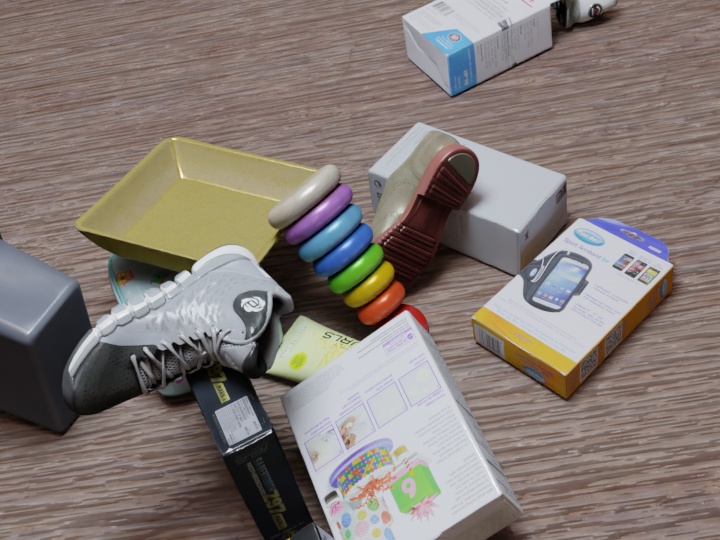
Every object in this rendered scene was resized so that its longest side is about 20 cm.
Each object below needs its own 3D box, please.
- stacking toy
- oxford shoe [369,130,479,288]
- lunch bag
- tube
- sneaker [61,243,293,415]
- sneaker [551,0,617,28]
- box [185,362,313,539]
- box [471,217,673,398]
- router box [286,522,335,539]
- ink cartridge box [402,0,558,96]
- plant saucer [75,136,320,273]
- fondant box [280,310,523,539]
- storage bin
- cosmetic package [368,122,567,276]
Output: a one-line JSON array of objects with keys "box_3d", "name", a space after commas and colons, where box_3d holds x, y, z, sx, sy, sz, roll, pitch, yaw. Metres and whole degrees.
[{"box_3d": [0.000, 0.000, 1.068, 0.085, 0.201, 0.085, -37, 8, 6], "name": "stacking toy"}, {"box_3d": [0.045, -0.052, 1.137, 0.201, 0.070, 0.075, -53, 39, 11], "name": "oxford shoe"}, {"box_3d": [-0.170, 0.024, 1.144, 0.158, 0.078, 0.201, -24, 43, -9], "name": "lunch bag"}, {"box_3d": [-0.006, 0.097, 1.063, 0.198, 0.053, 0.058, 18, 13, 35], "name": "tube"}, {"box_3d": [-0.136, 0.064, 0.881, 0.199, 0.076, 0.115, -40, 52, -22], "name": "sneaker"}, {"box_3d": [0.288, -0.406, 1.479, 0.087, 0.075, 0.202, -13, 54, -1], "name": "sneaker"}, {"box_3d": [-0.110, 0.128, 0.974, 0.050, 0.159, 0.201, -24, 45, -9], "name": "box"}, {"box_3d": [0.218, 0.026, 1.089, 0.199, 0.042, 0.118, -38, 50, -26], "name": "box"}, {"box_3d": [-0.056, 0.316, 0.816, 0.156, 0.052, 0.201, -36, 45, 7], "name": "router box"}, {"box_3d": [0.167, -0.315, 1.415, 0.198, 0.067, 0.116, -27, 46, -14], "name": "ink cartridge box"}, {"box_3d": [-0.159, -0.056, 1.138, 0.197, 0.049, 0.201, 14, 39, 16], "name": "plant saucer"}, {"box_3d": [0.030, 0.156, 0.943, 0.143, 0.058, 0.201, -34, 50, 9], "name": "fondant box"}, {"box_3d": [-0.340, 0.069, 1.068, 0.132, 0.202, 0.146, 20, 52, 17], "name": "storage bin"}, {"box_3d": [0.115, -0.080, 1.193, 0.198, 0.075, 0.102, 27, 57, 31], "name": "cosmetic package"}]
